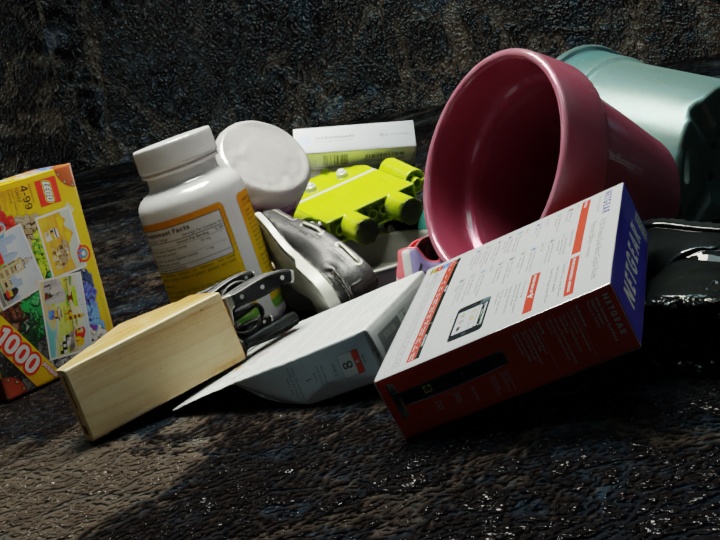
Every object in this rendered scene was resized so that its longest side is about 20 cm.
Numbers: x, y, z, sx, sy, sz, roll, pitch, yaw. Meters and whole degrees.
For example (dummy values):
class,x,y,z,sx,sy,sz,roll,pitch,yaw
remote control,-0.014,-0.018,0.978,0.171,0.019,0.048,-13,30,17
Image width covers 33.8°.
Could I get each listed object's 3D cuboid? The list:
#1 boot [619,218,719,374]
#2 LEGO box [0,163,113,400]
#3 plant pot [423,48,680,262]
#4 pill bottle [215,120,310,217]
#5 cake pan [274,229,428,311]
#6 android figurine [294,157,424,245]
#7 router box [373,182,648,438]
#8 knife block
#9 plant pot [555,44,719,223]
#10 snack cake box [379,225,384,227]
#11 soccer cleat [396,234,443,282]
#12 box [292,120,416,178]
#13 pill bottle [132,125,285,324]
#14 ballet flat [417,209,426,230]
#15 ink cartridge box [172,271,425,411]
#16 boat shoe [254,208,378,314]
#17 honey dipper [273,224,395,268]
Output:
class,x,y,z,sx,sy,sz,roll,pitch,yaw
boot,0.227,0.021,0.888,0.196,0.075,0.162,-4,20,43
LEGO box,-0.346,0.010,1.200,0.076,0.204,0.148,-3,15,40
plant pot,0.182,-0.077,1.064,0.177,0.204,0.199,12,-2,-32
pill bottle,-0.135,-0.058,1.317,0.111,0.113,0.201,-22,-27,-38
cake pan,0.000,0.000,1.282,0.196,0.037,0.200,-13,12,3
android figurine,-0.015,-0.082,1.391,0.180,0.042,0.199,-25,28,-21
router box,0.115,0.024,0.855,0.177,0.049,0.200,-24,15,24
knife block,-0.143,0.060,1.020,0.173,0.065,0.200,-21,8,16
plant pot,0.298,-0.124,1.211,0.198,0.204,0.195,-20,21,-31
snack cake box,-0.074,-0.046,1.501,0.196,0.068,0.115,-10,11,11
soccer cleat,0.080,-0.008,1.138,0.066,0.078,0.200,-8,13,21
box,-0.007,-0.122,1.544,0.153,0.042,0.201,-5,-25,-1
pill bottle,-0.155,-0.035,1.183,0.109,0.203,0.111,-18,11,4
ballet flat,0.138,-0.046,1.313,0.074,0.069,0.199,11,-1,-26
ink cartridge box,-0.041,0.077,1.008,0.198,0.051,0.162,-26,6,26
boat shoe,-0.048,-0.017,1.166,0.060,0.075,0.200,-30,30,-13
honey dipper,-0.050,-0.015,1.426,0.197,0.039,0.038,-13,11,19
